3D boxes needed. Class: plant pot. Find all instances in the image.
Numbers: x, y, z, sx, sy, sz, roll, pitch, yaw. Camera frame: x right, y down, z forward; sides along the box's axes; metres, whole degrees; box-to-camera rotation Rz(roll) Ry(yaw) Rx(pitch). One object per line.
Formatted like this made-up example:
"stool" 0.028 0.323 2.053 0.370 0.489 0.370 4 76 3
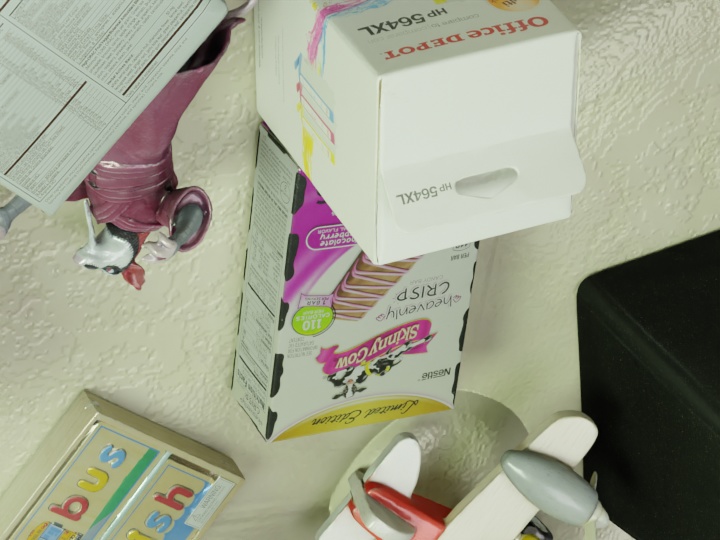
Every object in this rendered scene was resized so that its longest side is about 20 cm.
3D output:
"plant pot" 0.272 0.100 1.930 0.199 0.178 0.201 -18 128 -16

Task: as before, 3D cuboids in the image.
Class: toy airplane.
"toy airplane" 0.071 0.198 1.907 0.198 0.141 0.201 -15 128 -19

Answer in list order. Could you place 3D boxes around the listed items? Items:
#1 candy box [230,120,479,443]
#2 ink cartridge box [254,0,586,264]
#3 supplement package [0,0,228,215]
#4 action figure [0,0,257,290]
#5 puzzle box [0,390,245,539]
"candy box" 0.000 0.000 1.782 0.136 0.061 0.201 -10 126 -24
"ink cartridge box" 0.035 -0.105 1.634 0.128 0.200 0.126 -15 128 -20
"supplement package" -0.209 -0.170 1.457 0.147 0.191 0.200 -48 132 8
"action figure" -0.139 -0.075 1.651 0.201 0.133 0.149 93 20 -48
"puzzle box" -0.180 0.178 1.829 0.133 0.025 0.200 27 106 -39
